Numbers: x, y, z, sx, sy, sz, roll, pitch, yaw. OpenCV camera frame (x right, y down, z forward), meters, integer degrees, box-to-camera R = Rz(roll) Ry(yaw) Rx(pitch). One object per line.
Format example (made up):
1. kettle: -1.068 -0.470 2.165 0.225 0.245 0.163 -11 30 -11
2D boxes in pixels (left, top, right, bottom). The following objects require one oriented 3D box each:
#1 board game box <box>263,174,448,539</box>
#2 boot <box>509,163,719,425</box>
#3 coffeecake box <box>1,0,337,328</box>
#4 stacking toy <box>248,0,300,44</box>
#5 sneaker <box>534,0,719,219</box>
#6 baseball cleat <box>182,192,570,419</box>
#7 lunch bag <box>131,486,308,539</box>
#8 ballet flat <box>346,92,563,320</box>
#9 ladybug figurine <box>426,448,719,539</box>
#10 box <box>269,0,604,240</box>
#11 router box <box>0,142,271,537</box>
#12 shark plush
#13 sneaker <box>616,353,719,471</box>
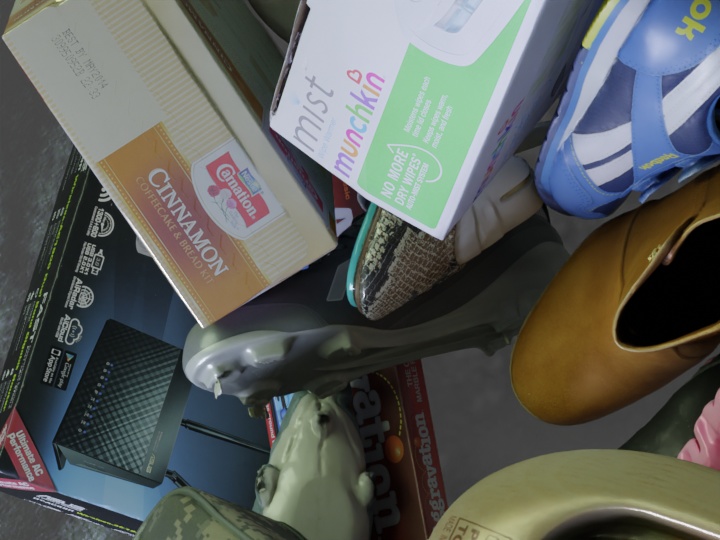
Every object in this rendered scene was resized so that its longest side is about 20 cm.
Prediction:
1. board game box: -0.010 0.051 1.402 0.103 0.019 0.202 -19 78 47
2. boot: 0.118 0.012 1.210 0.201 0.071 0.144 -41 -2 25
3. coffeecake box: -0.081 -0.083 1.319 0.073 0.154 0.200 -31 16 8
4. stacking toy: -0.009 -0.186 1.470 0.147 0.145 0.200 -61 17 6
5. sneaker: 0.125 -0.068 1.215 0.074 0.082 0.200 -63 -4 -24
6. baseball cleat: 0.000 0.000 1.332 0.070 0.199 0.107 -50 55 52
7. lunch bag: -0.041 0.216 1.277 0.139 0.167 0.201 33 95 55
8. ballet flat: 0.052 -0.062 1.298 0.075 0.068 0.201 9 54 12
9. ladybug figurine: 0.113 0.143 1.139 0.199 0.072 0.136 22 80 23
10. box: 0.061 -0.145 1.187 0.177 0.096 0.200 -51 -10 -37
11. router box: -0.091 0.033 1.470 0.062 0.149 0.201 161 127 -69
12. shark plush: -0.036 0.102 1.375 0.083 0.090 0.202 -147 52 -76
13. sneaker: 0.139 0.079 1.215 0.200 0.079 0.096 -41 18 32
